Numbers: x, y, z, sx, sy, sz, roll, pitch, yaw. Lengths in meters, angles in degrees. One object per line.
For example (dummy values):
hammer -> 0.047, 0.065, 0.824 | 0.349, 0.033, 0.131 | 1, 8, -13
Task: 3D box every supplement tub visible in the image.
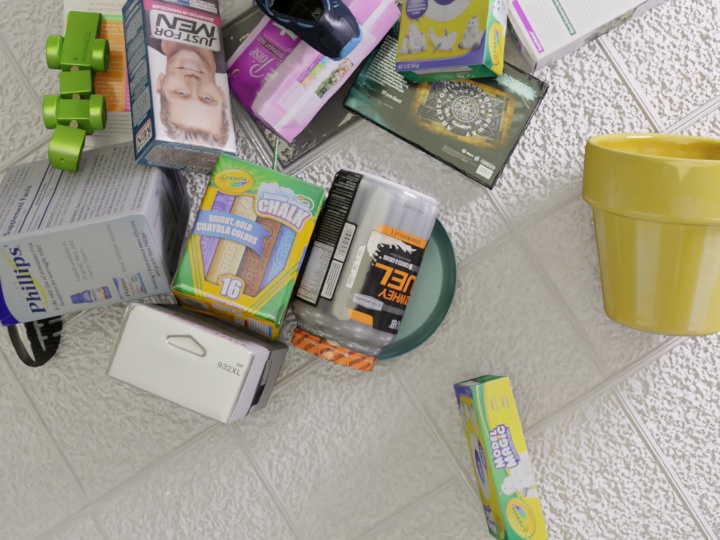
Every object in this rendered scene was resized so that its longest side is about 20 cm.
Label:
supplement tub -> 0.000, 0.000, 1.297 | 0.122, 0.123, 0.201 | 19, 92, 7

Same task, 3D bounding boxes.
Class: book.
book -> -0.282, -0.220, 1.401 | 0.133, 0.048, 0.202 | 3, 90, 3

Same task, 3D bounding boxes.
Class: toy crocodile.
toy crocodile -> -0.317, -0.206, 1.337 | 0.067, 0.062, 0.201 | 0, 65, -5

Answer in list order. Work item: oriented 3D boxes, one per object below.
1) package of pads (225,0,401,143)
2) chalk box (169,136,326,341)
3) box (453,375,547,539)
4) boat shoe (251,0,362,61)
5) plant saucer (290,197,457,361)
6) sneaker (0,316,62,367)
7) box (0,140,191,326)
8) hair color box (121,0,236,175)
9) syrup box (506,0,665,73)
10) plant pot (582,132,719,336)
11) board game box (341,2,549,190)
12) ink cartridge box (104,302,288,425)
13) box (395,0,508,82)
package of pads -> -0.061, -0.254, 1.339 | 0.200, 0.076, 0.120 | -49, 45, 3
chalk box -> -0.112, -0.043, 1.296 | 0.123, 0.124, 0.201 | 20, 78, 0
box -> 0.153, 0.217, 1.295 | 0.048, 0.117, 0.201 | -15, 87, -6
boat shoe -> -0.065, -0.297, 1.269 | 0.084, 0.069, 0.200 | -52, 47, -1
plant saucer -> 0.013, 0.004, 1.369 | 0.198, 0.027, 0.202 | 0, 89, 6
sneaker -> -0.417, 0.023, 1.405 | 0.080, 0.074, 0.201 | -25, 81, 20
box -> -0.304, -0.047, 1.320 | 0.198, 0.184, 0.105 | -11, 122, 7
hair color box -> -0.202, -0.212, 1.319 | 0.099, 0.060, 0.201 | 6, 65, -34
syrup box -> 0.260, -0.305, 1.322 | 0.199, 0.079, 0.082 | -27, 86, 5
plant pot -> 0.331, -0.039, 1.262 | 0.199, 0.201, 0.190 | 4, 105, 7
board game box -> 0.097, -0.199, 1.363 | 0.199, 0.028, 0.136 | 30, 92, 7
ink cartridge box -> -0.173, 0.097, 1.301 | 0.144, 0.200, 0.084 | 21, 91, 7
box -> 0.106, -0.312, 1.308 | 0.117, 0.048, 0.202 | 1, 79, 35
